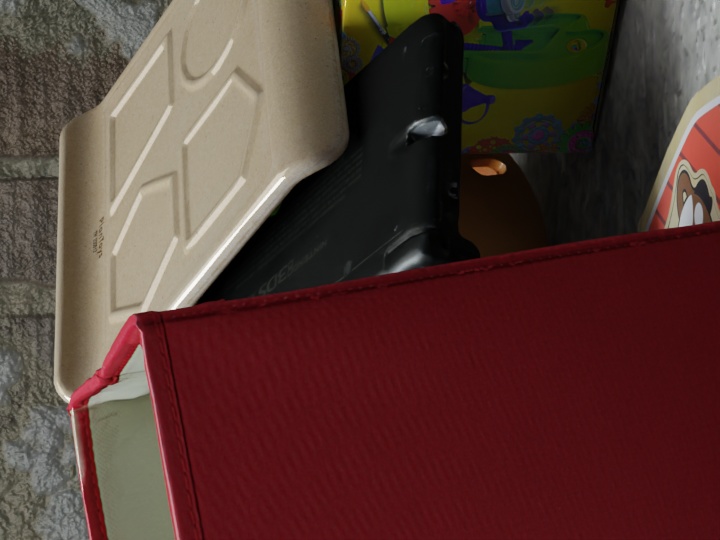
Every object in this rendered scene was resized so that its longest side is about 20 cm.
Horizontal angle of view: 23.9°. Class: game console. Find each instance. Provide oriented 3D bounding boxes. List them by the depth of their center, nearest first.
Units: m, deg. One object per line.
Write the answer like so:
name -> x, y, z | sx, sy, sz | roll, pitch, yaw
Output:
game console -> 0.017, 0.027, 0.706 | 0.200, 0.116, 0.177 | -37, 40, 46

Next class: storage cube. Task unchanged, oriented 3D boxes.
storage cube -> 0.025, 0.099, 0.486 | 0.171, 0.178, 0.202 | 142, 117, -71

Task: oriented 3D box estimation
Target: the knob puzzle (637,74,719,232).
knob puzzle -> 0.113, 0.026, 0.557 | 0.220, 0.030, 0.222 | 179, 90, -84

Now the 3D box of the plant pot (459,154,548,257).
plant pot -> 0.000, 0.000, 0.853 | 0.199, 0.139, 0.202 | 17, 112, 51

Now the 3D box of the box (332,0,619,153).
box -> 0.043, -0.189, 0.754 | 0.193, 0.121, 0.201 | -100, 11, -49

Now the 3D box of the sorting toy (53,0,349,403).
sorting toy -> -0.073, -0.058, 0.771 | 0.200, 0.036, 0.186 | -42, 39, 35
